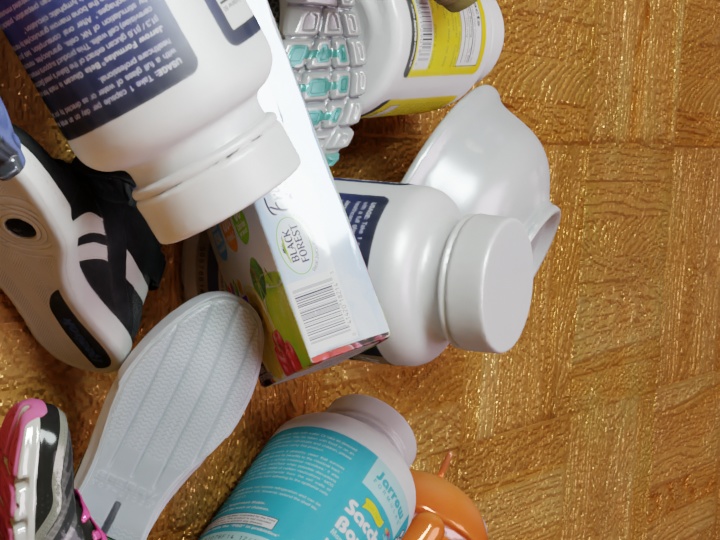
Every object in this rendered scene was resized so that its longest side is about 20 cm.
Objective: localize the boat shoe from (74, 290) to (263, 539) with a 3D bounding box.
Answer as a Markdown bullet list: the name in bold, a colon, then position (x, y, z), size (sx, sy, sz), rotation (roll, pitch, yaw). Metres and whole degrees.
- **boat shoe**: position (-0.125, 0.097, 1.163), size (0.072, 0.062, 0.200), rotation (34, 88, -19)

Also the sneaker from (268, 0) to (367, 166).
- **sneaker**: position (-0.048, -0.150, 1.283), size (0.077, 0.091, 0.201), rotation (5, 89, -41)

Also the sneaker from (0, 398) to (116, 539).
- **sneaker**: position (-0.142, 0.160, 1.098), size (0.074, 0.087, 0.201), rotation (-150, -128, -71)

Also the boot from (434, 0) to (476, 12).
- **boot**: position (0.026, -0.277, 1.261), size (0.200, 0.066, 0.176), rotation (28, 95, -24)

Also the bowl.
- **bowl**: position (0.081, -0.024, 1.483), size (0.201, 0.090, 0.201), rotation (-55, 166, -22)

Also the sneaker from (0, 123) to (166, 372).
- **sneaker**: position (-0.159, -0.043, 1.116), size (0.200, 0.073, 0.112), rotation (72, 31, -54)

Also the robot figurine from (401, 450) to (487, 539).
- **robot figurine**: position (0.023, 0.225, 1.475), size (0.144, 0.116, 0.201), rotation (53, 49, -45)

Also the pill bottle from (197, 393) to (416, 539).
- **pill bottle**: position (-0.034, 0.167, 1.355), size (0.200, 0.110, 0.111), rotation (-54, 141, -45)

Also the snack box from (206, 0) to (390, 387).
- **snack box**: position (-0.054, -0.041, 1.172), size (0.142, 0.053, 0.201), rotation (149, -78, -73)

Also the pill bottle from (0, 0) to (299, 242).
- **pill bottle**: position (-0.113, -0.119, 1.030), size (0.200, 0.111, 0.111), rotation (61, 36, -10)

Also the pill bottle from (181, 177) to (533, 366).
- **pill bottle**: position (0.000, 0.000, 1.288), size (0.111, 0.199, 0.112), rotation (-21, 114, -60)

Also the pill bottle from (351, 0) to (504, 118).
- **pill bottle**: position (0.021, -0.159, 1.398), size (0.200, 0.111, 0.112), rotation (-11, 105, -62)

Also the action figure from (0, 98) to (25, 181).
- **action figure**: position (-0.242, -0.118, 0.938), size (0.201, 0.104, 0.193), rotation (68, 20, 4)
